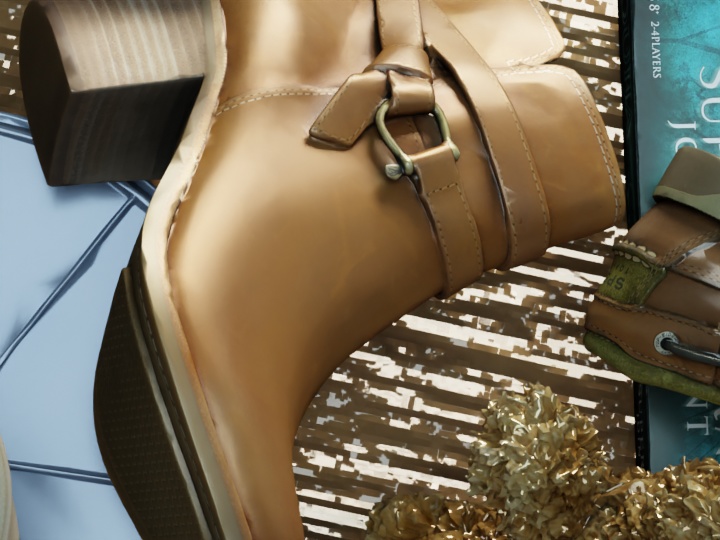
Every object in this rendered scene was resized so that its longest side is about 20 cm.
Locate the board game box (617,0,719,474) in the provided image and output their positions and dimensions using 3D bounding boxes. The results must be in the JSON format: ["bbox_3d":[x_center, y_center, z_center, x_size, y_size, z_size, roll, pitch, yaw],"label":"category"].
[{"bbox_3d":[0.147,0.002,0.831,0.135,0.028,0.201,-2,83,-4],"label":"board game box"}]

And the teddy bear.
[{"bbox_3d":[0.086,0.088,0.743,0.199,0.145,0.067,-4,47,22],"label":"teddy bear"}]

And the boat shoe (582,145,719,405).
[{"bbox_3d":[0.156,0.045,0.783,0.200,0.072,0.068,31,87,9],"label":"boat shoe"}]

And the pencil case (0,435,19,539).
[{"bbox_3d":[-0.121,0.068,0.688,0.078,0.200,0.090,-23,81,-10],"label":"pencil case"}]

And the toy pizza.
[{"bbox_3d":[-0.123,0.053,0.806,0.200,0.032,0.201,0,84,-5],"label":"toy pizza"}]

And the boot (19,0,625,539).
[{"bbox_3d":[0.000,0.000,0.777,0.155,0.077,0.200,-6,56,-21],"label":"boot"}]
